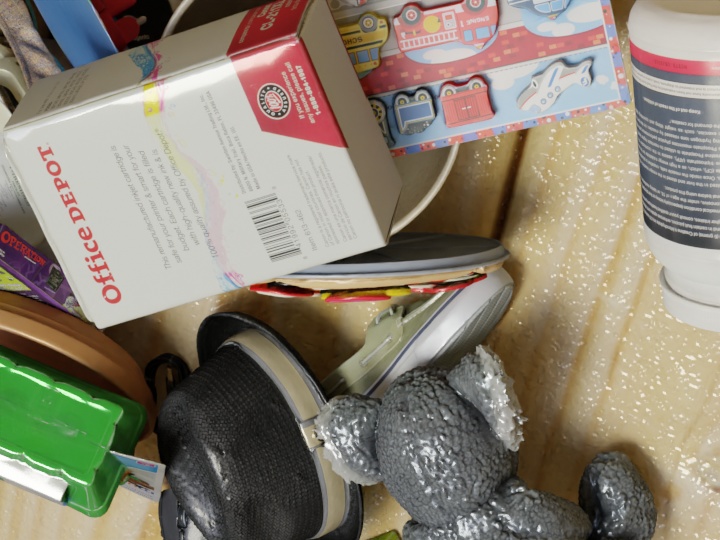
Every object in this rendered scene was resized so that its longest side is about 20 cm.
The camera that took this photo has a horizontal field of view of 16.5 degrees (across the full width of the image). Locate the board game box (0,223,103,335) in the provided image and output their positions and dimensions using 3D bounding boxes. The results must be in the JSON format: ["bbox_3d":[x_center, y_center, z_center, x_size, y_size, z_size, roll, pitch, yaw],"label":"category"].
[{"bbox_3d":[-0.289,0.009,1.832,0.199,0.032,0.120,-1,144,43],"label":"board game box"}]

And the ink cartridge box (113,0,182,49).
[{"bbox_3d":[-0.185,-0.237,1.673,0.094,0.037,0.201,-3,127,23],"label":"ink cartridge box"}]

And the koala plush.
[{"bbox_3d":[0.075,0.148,1.676,0.177,0.184,0.201,-16,111,30],"label":"koala plush"}]

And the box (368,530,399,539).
[{"bbox_3d":[-0.031,0.285,1.884,0.199,0.048,0.122,-23,100,33],"label":"box"}]

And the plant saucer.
[{"bbox_3d":[-0.239,0.067,1.838,0.199,0.038,0.200,19,158,8],"label":"plant saucer"}]

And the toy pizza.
[{"bbox_3d":[0.000,0.000,1.647,0.199,0.200,0.032,1,98,26],"label":"toy pizza"}]

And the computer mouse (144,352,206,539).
[{"bbox_3d":[-0.136,0.158,1.887,0.058,0.034,0.201,-1,112,28],"label":"computer mouse"}]

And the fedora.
[{"bbox_3d":[-0.085,0.134,1.776,0.200,0.091,0.201,38,143,36],"label":"fedora"}]

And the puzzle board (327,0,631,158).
[{"bbox_3d":[0.053,-0.152,1.523,0.199,0.017,0.152,-12,105,8],"label":"puzzle board"}]

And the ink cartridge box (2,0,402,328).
[{"bbox_3d":[-0.095,-0.067,1.513,0.199,0.083,0.146,-16,115,17],"label":"ink cartridge box"}]

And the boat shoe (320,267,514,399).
[{"bbox_3d":[0.029,0.057,1.736,0.062,0.072,0.200,50,121,14],"label":"boat shoe"}]

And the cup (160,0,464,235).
[{"bbox_3d":[-0.028,-0.123,1.621,0.199,0.143,0.202,1,106,5],"label":"cup"}]

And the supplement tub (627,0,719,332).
[{"bbox_3d":[0.239,-0.077,1.526,0.140,0.140,0.201,4,114,25],"label":"supplement tub"}]

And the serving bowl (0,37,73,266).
[{"bbox_3d":[-0.241,-0.066,1.817,0.199,0.066,0.201,11,117,23],"label":"serving bowl"}]

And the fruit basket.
[{"bbox_3d":[-0.230,0.127,1.796,0.184,0.094,0.200,23,161,-1],"label":"fruit basket"}]

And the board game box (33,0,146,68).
[{"bbox_3d":[-0.170,-0.167,1.627,0.200,0.039,0.159,40,159,58],"label":"board game box"}]

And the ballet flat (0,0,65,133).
[{"bbox_3d":[-0.247,-0.146,1.728,0.200,0.067,0.068,54,147,35],"label":"ballet flat"}]
